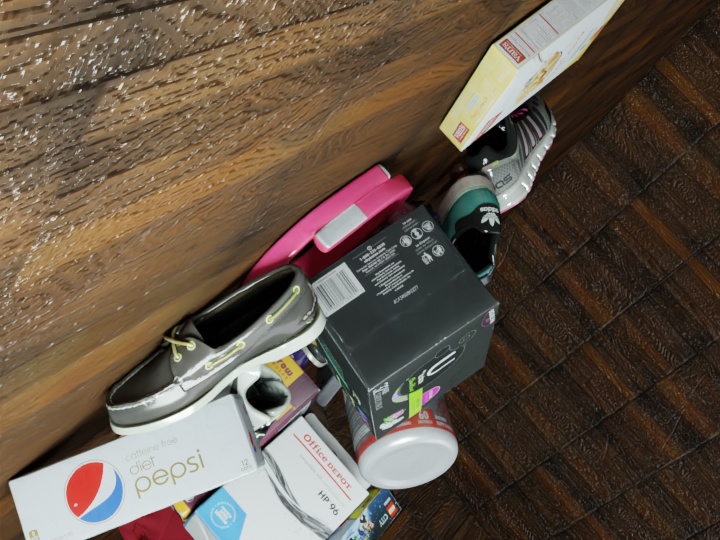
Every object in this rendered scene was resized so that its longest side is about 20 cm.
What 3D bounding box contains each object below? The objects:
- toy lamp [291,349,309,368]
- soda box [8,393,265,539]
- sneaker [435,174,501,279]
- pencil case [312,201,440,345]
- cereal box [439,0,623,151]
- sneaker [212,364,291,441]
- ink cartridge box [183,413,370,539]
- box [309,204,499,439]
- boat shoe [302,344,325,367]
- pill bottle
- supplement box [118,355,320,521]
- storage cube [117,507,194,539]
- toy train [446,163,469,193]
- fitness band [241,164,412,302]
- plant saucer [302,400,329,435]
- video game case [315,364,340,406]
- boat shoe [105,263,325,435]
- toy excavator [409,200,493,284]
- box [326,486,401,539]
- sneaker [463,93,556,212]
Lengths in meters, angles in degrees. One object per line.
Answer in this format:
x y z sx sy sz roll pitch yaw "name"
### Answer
-0.139 0.150 1.265 0.200 0.058 0.058 -42 173 -6 "toy lamp"
-0.185 0.171 0.780 0.198 0.069 0.064 -21 172 -3 "soda box"
0.105 -0.009 1.040 0.070 0.081 0.201 2 138 -16 "sneaker"
0.000 0.000 1.033 0.200 0.088 0.087 -47 172 29 "pencil case"
0.174 -0.212 0.902 0.200 0.040 0.144 -40 173 -25 "cereal box"
-0.107 0.136 0.884 0.201 0.087 0.075 80 19 -56 "sneaker"
-0.075 0.243 0.995 0.200 0.116 0.068 -39 173 -34 "ink cartridge box"
0.038 0.059 0.916 0.148 0.125 0.200 -33 159 -9 "box"
-0.035 0.066 1.254 0.067 0.072 0.200 -36 -174 22 "boat shoe"
0.036 0.138 1.074 0.114 0.202 0.117 -9 141 -7 "pill bottle"
-0.154 0.165 1.021 0.200 0.110 0.086 -41 173 -19 "supplement box"
-0.181 0.308 1.188 0.199 0.171 0.181 -8 136 -46 "storage cube"
0.143 -0.113 1.306 0.150 0.056 0.200 -38 169 -27 "toy train"
-0.031 -0.029 0.870 0.199 0.038 0.144 -37 174 -35 "fitness band"
-0.136 0.201 1.092 0.200 0.199 0.032 -40 148 -23 "plant saucer"
0.002 0.080 1.328 0.201 0.022 0.183 -52 -168 14 "video game case"
-0.126 0.062 0.767 0.200 0.072 0.061 -30 127 -13 "boat shoe"
0.043 0.013 1.162 0.201 0.193 0.101 -52 136 -32 "toy excavator"
-0.057 0.327 1.034 0.136 0.038 0.200 -28 -171 45 "box"
0.170 -0.159 1.078 0.073 0.088 0.201 -16 -145 40 "sneaker"
